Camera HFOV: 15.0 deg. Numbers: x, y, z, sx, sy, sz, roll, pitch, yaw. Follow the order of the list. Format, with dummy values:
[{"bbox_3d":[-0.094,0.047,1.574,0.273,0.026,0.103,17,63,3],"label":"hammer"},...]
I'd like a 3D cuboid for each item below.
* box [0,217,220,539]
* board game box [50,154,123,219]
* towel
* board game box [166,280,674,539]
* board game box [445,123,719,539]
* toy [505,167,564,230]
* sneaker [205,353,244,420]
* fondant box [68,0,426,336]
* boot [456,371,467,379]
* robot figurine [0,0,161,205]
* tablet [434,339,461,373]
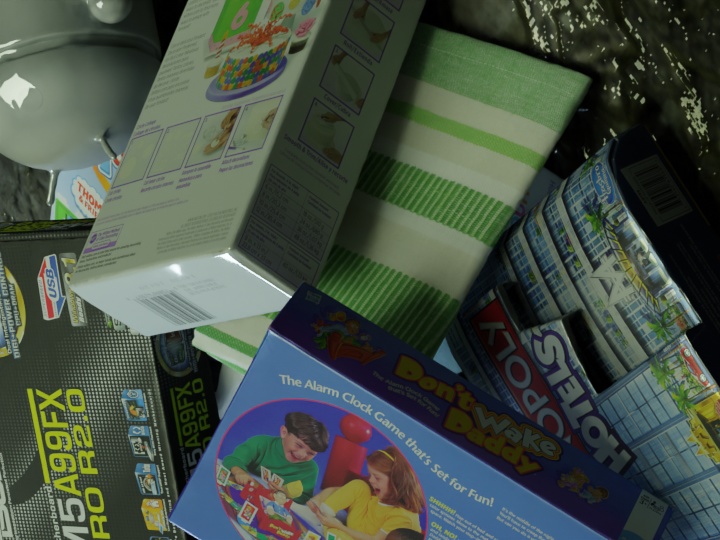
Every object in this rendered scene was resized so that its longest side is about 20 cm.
[{"bbox_3d":[-0.152,0.071,1.515,0.160,0.044,0.200,-1,102,40],"label":"box"},{"bbox_3d":[-0.132,-0.021,1.649,0.151,0.037,0.200,43,138,34],"label":"board game box"},{"bbox_3d":[0.014,-0.025,1.340,0.153,0.200,0.023,24,171,46],"label":"towel"},{"bbox_3d":[0.026,0.113,1.265,0.200,0.045,0.135,32,127,3],"label":"board game box"},{"bbox_3d":[0.112,0.068,1.295,0.200,0.062,0.200,58,136,9],"label":"board game box"},{"bbox_3d":[0.014,-0.033,1.410,0.200,0.047,0.115,36,126,39],"label":"toy"},{"bbox_3d":[-0.065,0.080,1.529,0.199,0.079,0.130,-4,109,30],"label":"sneaker"},{"bbox_3d":[-0.054,-0.072,1.371,0.058,0.200,0.144,34,154,-30],"label":"fondant box"},{"bbox_3d":[0.059,0.157,1.437,0.151,0.073,0.200,-24,94,57],"label":"boot"},{"bbox_3d":[-0.173,-0.142,1.548,0.170,0.113,0.200,-40,57,58],"label":"robot figurine"},{"bbox_3d":[0.000,0.000,1.496,0.200,0.014,0.130,38,135,37],"label":"tablet"}]
